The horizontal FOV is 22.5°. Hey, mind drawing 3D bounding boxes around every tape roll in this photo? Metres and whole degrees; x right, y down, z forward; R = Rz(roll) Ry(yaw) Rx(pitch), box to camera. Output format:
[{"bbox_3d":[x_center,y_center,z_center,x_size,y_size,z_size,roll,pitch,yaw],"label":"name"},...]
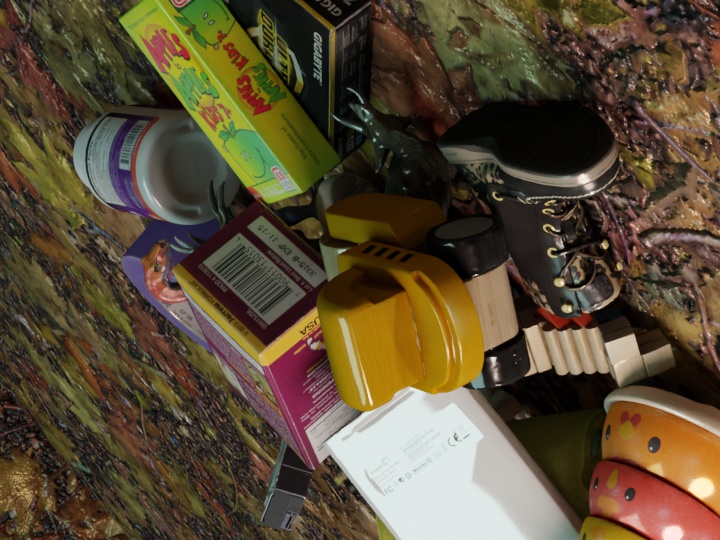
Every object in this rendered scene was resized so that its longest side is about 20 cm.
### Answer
[{"bbox_3d":[-0.146,0.018,1.876,0.200,0.085,0.200,34,163,12],"label":"tape roll"}]

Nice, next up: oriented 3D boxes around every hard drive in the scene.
[{"bbox_3d":[-0.054,0.152,1.831,0.038,0.200,0.140,16,157,-2],"label":"hard drive"},{"bbox_3d":[0.079,0.178,1.421,0.132,0.026,0.200,-39,90,26],"label":"hard drive"}]

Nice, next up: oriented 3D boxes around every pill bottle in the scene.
[{"bbox_3d":[-0.210,-0.109,1.803,0.200,0.111,0.112,13,139,57],"label":"pill bottle"}]

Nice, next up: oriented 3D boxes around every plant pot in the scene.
[{"bbox_3d":[0.148,0.195,1.504,0.190,0.200,0.200,-25,107,37],"label":"plant pot"}]

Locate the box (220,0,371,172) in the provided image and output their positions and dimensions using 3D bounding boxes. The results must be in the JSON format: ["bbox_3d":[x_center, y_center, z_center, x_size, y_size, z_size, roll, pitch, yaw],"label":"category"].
[{"bbox_3d":[-0.064,-0.192,1.468,0.160,0.049,0.200,43,158,19],"label":"box"}]

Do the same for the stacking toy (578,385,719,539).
[{"bbox_3d":[0.212,0.199,1.347,0.146,0.200,0.146,27,165,8],"label":"stacking toy"}]

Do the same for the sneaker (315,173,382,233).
[{"bbox_3d":[0.000,0.000,1.603,0.082,0.075,0.200,4,133,38],"label":"sneaker"}]

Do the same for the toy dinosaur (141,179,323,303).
[{"bbox_3d":[-0.100,-0.016,1.647,0.200,0.181,0.105,36,155,28],"label":"toy dinosaur"}]

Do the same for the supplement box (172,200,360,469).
[{"bbox_3d":[-0.064,0.058,1.569,0.131,0.103,0.200,41,163,32],"label":"supplement box"}]

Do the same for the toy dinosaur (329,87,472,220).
[{"bbox_3d":[0.049,-0.049,1.434,0.102,0.077,0.200,27,135,50],"label":"toy dinosaur"}]

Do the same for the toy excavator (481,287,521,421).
[{"bbox_3d":[0.081,0.057,1.568,0.195,0.100,0.200,49,173,-1],"label":"toy excavator"}]

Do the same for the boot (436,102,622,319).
[{"bbox_3d":[0.143,-0.039,1.285,0.151,0.073,0.200,59,160,-21],"label":"boot"}]

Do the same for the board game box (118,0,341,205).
[{"bbox_3d":[-0.109,-0.150,1.497,0.200,0.048,0.102,53,160,-11],"label":"board game box"}]

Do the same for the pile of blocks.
[{"bbox_3d":[0.145,0.036,1.391,0.200,0.082,0.062,3,132,30],"label":"pile of blocks"}]

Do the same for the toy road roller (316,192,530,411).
[{"bbox_3d":[0.017,0.028,1.324,0.200,0.146,0.123,14,122,53],"label":"toy road roller"}]
